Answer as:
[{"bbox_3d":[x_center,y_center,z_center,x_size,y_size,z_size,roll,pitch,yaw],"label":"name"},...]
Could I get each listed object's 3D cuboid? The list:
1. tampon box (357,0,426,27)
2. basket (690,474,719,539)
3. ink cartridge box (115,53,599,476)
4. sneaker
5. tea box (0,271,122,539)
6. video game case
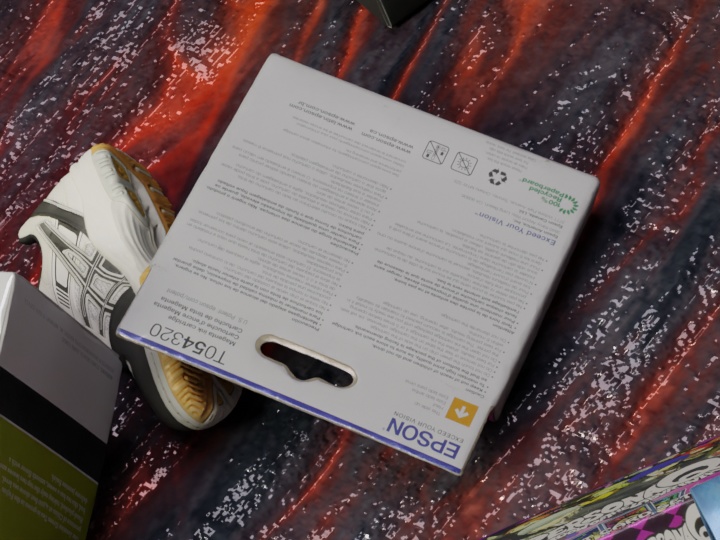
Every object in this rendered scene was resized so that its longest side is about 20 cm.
[{"bbox_3d":[0.036,-0.274,1.630,0.200,0.126,0.150,-37,48,-10],"label":"tampon box"},{"bbox_3d":[0.192,0.194,1.127,0.139,0.200,0.177,-22,56,1],"label":"basket"},{"bbox_3d":[0.000,0.000,1.435,0.196,0.043,0.200,22,60,10],"label":"ink cartridge box"},{"bbox_3d":[-0.129,0.025,1.496,0.088,0.076,0.200,-39,46,14],"label":"sneaker"},{"bbox_3d":[-0.252,0.108,1.390,0.199,0.134,0.198,4,69,23],"label":"tea box"},{"bbox_3d":[0.134,0.116,1.254,0.199,0.181,0.036,-24,90,2],"label":"video game case"}]
